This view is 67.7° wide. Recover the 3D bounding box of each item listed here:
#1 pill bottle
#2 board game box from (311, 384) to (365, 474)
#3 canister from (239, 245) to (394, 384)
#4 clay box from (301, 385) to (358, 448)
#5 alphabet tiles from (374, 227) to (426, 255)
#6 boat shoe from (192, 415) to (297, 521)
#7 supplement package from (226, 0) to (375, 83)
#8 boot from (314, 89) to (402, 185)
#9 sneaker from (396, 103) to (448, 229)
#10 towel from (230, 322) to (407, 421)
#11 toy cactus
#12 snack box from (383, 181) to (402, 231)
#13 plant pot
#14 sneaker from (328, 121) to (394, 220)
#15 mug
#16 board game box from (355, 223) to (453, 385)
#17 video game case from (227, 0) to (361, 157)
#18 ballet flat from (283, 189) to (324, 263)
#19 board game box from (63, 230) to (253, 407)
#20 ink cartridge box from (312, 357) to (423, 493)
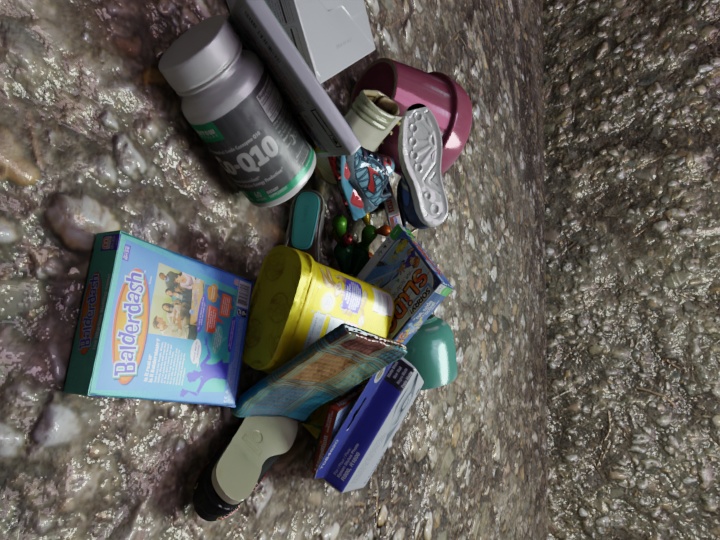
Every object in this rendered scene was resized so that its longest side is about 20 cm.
[{"bbox_3d":[-0.144,-0.187,0.651,0.202,0.110,0.116,55,43,-42],"label":"pill bottle"},{"bbox_3d":[-0.007,0.226,0.826,0.198,0.019,0.107,-13,119,-64],"label":"board game box"},{"bbox_3d":[-0.050,0.069,0.719,0.197,0.085,0.154,22,87,-47],"label":"canister"},{"bbox_3d":[-0.033,0.207,0.879,0.116,0.046,0.205,59,41,-44],"label":"clay box"},{"bbox_3d":[0.056,0.026,0.944,0.164,0.007,0.205,-31,142,-31],"label":"alphabet tiles"},{"bbox_3d":[-0.141,0.230,0.681,0.074,0.063,0.201,48,23,-1],"label":"boat shoe"},{"bbox_3d":[-0.080,-0.366,0.777,0.201,0.107,0.160,-53,132,-49],"label":"supplement package"},{"bbox_3d":[0.016,-0.210,0.893,0.073,0.155,0.197,52,25,22],"label":"boot"},{"bbox_3d":[0.091,-0.175,0.941,0.146,0.078,0.208,-156,-128,-74],"label":"sneaker"},{"bbox_3d":[-0.051,0.135,0.669,0.145,0.197,0.022,23,38,-51],"label":"towel"},{"bbox_3d":[0.000,0.000,0.927,0.169,0.099,0.202,-65,149,-24],"label":"toy cactus"},{"bbox_3d":[0.058,-0.110,0.998,0.202,0.023,0.074,-96,171,-61],"label":"snack box"},{"bbox_3d":[0.082,-0.290,0.998,0.175,0.196,0.209,17,73,-42],"label":"plant pot"},{"bbox_3d":[0.002,-0.160,0.799,0.201,0.093,0.081,70,-3,-66],"label":"sneaker"},{"bbox_3d":[0.101,0.151,1.019,0.183,0.147,0.119,-15,100,-59],"label":"mug"},{"bbox_3d":[0.036,0.052,0.810,0.034,0.202,0.137,20,26,-43],"label":"board game box"},{"bbox_3d":[-0.090,-0.227,0.657,0.022,0.181,0.202,-41,111,-9],"label":"video game case"},{"bbox_3d":[-0.088,-0.017,0.790,0.064,0.065,0.208,92,9,-72],"label":"ballet flat"},{"bbox_3d":[-0.206,0.063,0.588,0.199,0.044,0.158,29,63,-57],"label":"board game box"},{"bbox_3d":[0.022,0.227,0.791,0.203,0.040,0.200,-58,159,-8],"label":"ink cartridge box"}]
